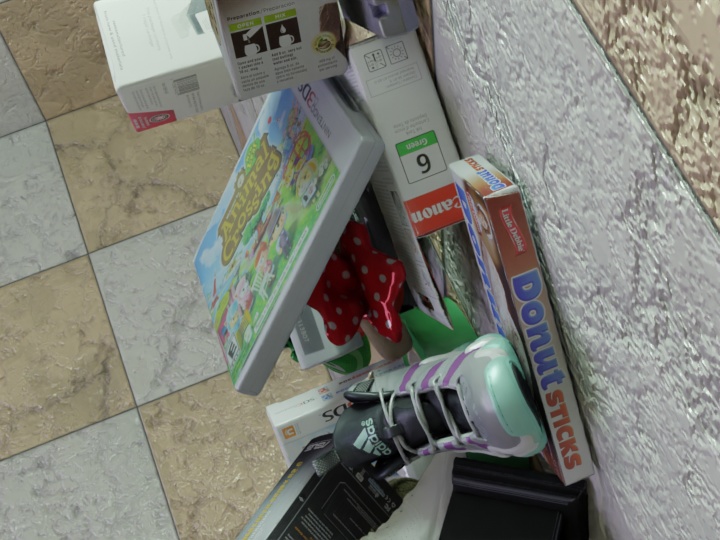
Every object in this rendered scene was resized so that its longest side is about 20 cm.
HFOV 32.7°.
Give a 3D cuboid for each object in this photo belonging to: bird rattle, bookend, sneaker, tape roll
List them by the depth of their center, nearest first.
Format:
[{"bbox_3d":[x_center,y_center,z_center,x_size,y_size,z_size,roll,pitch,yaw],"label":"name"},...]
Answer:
[{"bbox_3d":[0.034,0.098,0.773,0.200,0.139,0.078,103,146,-84],"label":"sneaker"},{"bbox_3d":[0.093,0.268,0.829,0.201,0.092,0.199,76,-153,-48],"label":"bookend"},{"bbox_3d":[0.026,0.206,0.891,0.076,0.088,0.201,79,-155,-45],"label":"sneaker"},{"bbox_3d":[0.000,0.000,0.944,0.163,0.112,0.200,55,176,-41],"label":"bird rattle"},{"bbox_3d":[0.088,0.124,1.048,0.200,0.048,0.202,159,90,-84],"label":"tape roll"},{"bbox_3d":[0.008,-0.021,1.072,0.201,0.090,0.076,79,173,-52],"label":"sneaker"},{"bbox_3d":[-0.050,0.069,1.278,0.200,0.074,0.084,47,-148,-51],"label":"sneaker"}]

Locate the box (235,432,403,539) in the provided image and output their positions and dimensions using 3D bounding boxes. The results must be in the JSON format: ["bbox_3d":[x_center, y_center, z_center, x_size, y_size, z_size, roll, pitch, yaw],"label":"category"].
[{"bbox_3d":[-0.003,0.249,0.928,0.200,0.159,0.048,49,143,-14],"label":"box"}]

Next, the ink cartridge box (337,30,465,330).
[{"bbox_3d":[0.039,-0.066,0.858,0.109,0.050,0.201,-147,36,-79],"label":"ink cartridge box"}]

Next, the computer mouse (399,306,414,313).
[{"bbox_3d":[-0.002,-0.018,1.256,0.201,0.046,0.141,59,-167,-18],"label":"computer mouse"}]

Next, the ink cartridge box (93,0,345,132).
[{"bbox_3d":[-0.120,-0.203,1.080,0.146,0.199,0.085,118,136,-82],"label":"ink cartridge box"}]

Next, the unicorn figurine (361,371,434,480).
[{"bbox_3d":[0.049,0.188,1.130,0.137,0.073,0.201,82,-179,-87],"label":"unicorn figurine"}]

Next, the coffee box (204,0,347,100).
[{"bbox_3d":[-0.070,-0.227,0.774,0.113,0.079,0.201,-113,10,-47],"label":"coffee box"}]

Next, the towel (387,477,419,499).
[{"bbox_3d":[0.082,0.250,1.045,0.199,0.037,0.148,35,151,-5],"label":"towel"}]

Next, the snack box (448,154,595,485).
[{"bbox_3d":[0.100,0.031,0.753,0.072,0.024,0.201,-121,12,-66],"label":"snack box"}]

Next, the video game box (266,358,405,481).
[{"bbox_3d":[0.023,0.190,1.217,0.047,0.181,0.201,-124,14,-65],"label":"video game box"}]

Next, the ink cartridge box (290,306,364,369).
[{"bbox_3d":[-0.034,-0.001,1.205,0.200,0.057,0.164,-19,-91,-68],"label":"ink cartridge box"}]

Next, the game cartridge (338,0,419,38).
[{"bbox_3d":[-0.015,-0.254,0.782,0.130,0.038,0.201,-115,7,-69],"label":"game cartridge"}]

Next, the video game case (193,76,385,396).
[{"bbox_3d":[-0.059,-0.043,0.868,0.201,0.022,0.182,-63,28,21],"label":"video game case"}]
